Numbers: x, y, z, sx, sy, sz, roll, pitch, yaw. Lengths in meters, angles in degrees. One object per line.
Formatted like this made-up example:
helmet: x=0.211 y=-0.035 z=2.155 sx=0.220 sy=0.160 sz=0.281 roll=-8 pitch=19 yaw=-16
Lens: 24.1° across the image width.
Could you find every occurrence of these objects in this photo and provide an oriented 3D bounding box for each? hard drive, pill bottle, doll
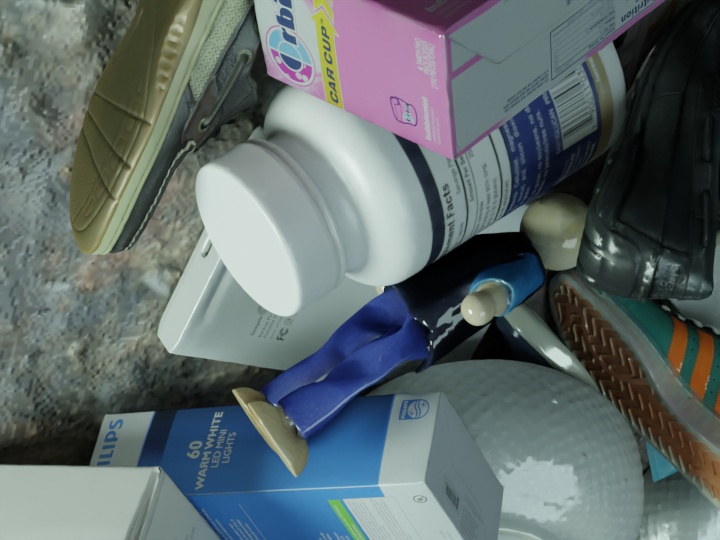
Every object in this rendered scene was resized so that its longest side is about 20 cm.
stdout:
hard drive: x=0.000 y=0.000 z=0.938 sx=0.200 sy=0.026 sz=0.132 roll=11 pitch=116 yaw=-39
pill bottle: x=0.023 y=-0.061 z=0.826 sx=0.200 sy=0.111 sz=0.111 roll=-32 pitch=136 yaw=-24
doll: x=0.031 y=0.021 z=0.843 sx=0.200 sy=0.136 sz=0.048 roll=-34 pitch=104 yaw=-8

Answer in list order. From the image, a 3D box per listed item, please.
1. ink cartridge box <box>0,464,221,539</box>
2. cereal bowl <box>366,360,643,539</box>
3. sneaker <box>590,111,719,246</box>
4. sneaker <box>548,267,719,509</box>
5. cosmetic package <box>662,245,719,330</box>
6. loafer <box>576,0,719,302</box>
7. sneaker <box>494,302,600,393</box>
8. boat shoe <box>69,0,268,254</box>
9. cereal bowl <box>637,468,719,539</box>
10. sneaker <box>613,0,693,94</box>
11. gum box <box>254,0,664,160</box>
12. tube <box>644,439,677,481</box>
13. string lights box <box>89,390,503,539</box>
ink cartridge box: x=-0.135 y=0.187 z=0.902 sx=0.146 sy=0.085 sz=0.200 roll=-2 pitch=143 yaw=25
cereal bowl: x=0.073 y=0.152 z=1.002 sx=0.200 sy=0.083 sz=0.200 roll=-1 pitch=132 yaw=-1
sneaker: x=0.158 y=-0.020 z=0.929 sx=0.075 sy=0.200 sz=0.106 roll=23 pitch=119 yaw=5
sneaker: x=0.202 y=0.063 z=1.029 sx=0.080 sy=0.200 sz=0.071 roll=-38 pitch=171 yaw=-27
cosmetic package: x=0.250 y=0.020 z=1.103 sx=0.083 sy=0.051 sz=0.200 roll=-40 pitch=136 yaw=4
loafer: x=0.162 y=-0.059 z=0.825 sx=0.068 sy=0.070 sz=0.201 roll=96 pitch=15 yaw=-49
sneaker: x=0.108 y=0.100 z=1.054 sx=0.085 sy=0.075 sz=0.200 roll=-32 pitch=132 yaw=-3
boat shoe: x=-0.077 y=-0.092 z=0.784 sx=0.065 sy=0.073 sz=0.200 roll=12 pitch=115 yaw=-33
cereal bowl: x=0.279 y=0.204 z=1.242 sx=0.200 sy=0.083 sz=0.200 roll=-19 pitch=132 yaw=-22
sneaker: x=0.155 y=-0.148 z=0.899 sx=0.092 sy=0.076 sz=0.200 roll=-3 pitch=125 yaw=-38
gum box: x=0.062 y=-0.143 z=0.771 sx=0.200 sy=0.113 sz=0.066 roll=-37 pitch=138 yaw=-31
tube: x=0.272 y=0.068 z=1.088 sx=0.200 sy=0.050 sz=0.077 roll=-22 pitch=114 yaw=-9
string lights box: x=-0.036 y=0.121 z=0.902 sx=0.200 sy=0.059 sz=0.103 roll=-6 pitch=141 yaw=23
